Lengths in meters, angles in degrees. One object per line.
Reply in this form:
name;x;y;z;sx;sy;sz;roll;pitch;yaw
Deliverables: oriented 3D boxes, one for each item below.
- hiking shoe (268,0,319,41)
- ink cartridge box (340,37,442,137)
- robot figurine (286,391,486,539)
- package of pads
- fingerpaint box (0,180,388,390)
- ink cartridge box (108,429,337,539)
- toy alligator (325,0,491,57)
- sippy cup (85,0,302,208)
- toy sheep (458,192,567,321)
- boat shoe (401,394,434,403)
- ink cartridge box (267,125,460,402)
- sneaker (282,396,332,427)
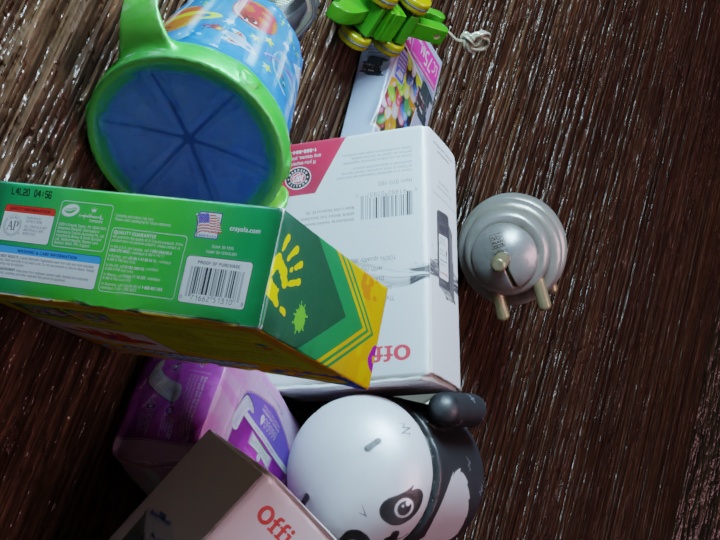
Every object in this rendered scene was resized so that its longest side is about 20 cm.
hiking shoe;-0.074;-0.249;1.025;0.101;0.075;0.202;49;43;-49
ink cartridge box;0.025;-0.136;1.307;0.119;0.041;0.202;45;58;-61
robot figurine;0.025;0.164;1.093;0.200;0.123;0.152;21;77;-63
package of pads;-0.105;0.138;1.040;0.201;0.075;0.122;64;36;-52
fingerpaint box;-0.105;0.010;0.851;0.167;0.198;0.074;37;63;-62
ink cartridge box;-0.108;0.232;0.913;0.200;0.086;0.147;-48;126;-14
toy alligator;0.036;-0.230;1.245;0.198;0.055;0.059;1;136;-44
sippy cup;-0.099;-0.119;0.933;0.131;0.138;0.179;-70;180;-49
toy sheep;0.171;-0.021;1.558;0.200;0.136;0.140;-48;141;-77
boat shoe;0.009;0.155;1.316;0.200;0.060;0.073;-19;129;-44
ink cartridge box;0.000;0.000;1.108;0.083;0.143;0.203;34;53;-65
sneaker;-0.044;0.151;1.182;0.081;0.073;0.202;-21;104;-25
